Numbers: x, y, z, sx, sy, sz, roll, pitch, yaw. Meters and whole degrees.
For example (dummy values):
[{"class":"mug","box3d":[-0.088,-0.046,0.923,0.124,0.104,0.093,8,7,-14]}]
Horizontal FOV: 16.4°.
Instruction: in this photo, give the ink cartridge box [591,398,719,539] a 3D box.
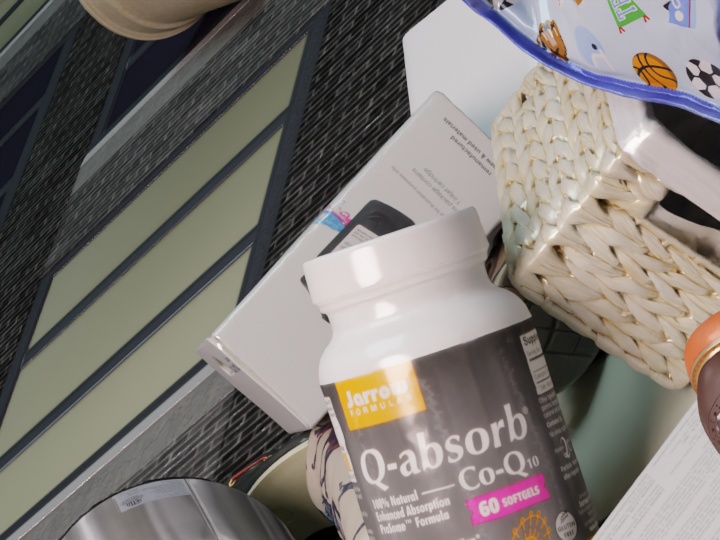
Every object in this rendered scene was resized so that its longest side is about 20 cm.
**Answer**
[{"class":"ink cartridge box","box3d":[0.167,0.154,1.131,0.160,0.047,0.200,-53,25,3]}]

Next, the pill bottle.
[{"class":"pill bottle","box3d":[0.045,0.077,1.269,0.116,0.201,0.116,-19,1,0]}]

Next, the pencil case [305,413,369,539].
[{"class":"pencil case","box3d":[0.021,0.147,1.418,0.077,0.090,0.200,-17,21,-5]}]

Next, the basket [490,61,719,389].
[{"class":"basket","box3d":[0.156,-0.049,1.351,0.124,0.135,0.200,-49,20,25]}]

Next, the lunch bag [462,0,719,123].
[{"class":"lunch bag","box3d":[0.163,-0.171,1.268,0.169,0.125,0.199,-28,29,-31]}]

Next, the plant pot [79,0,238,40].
[{"class":"plant pot","box3d":[-0.174,-0.339,2.543,0.183,0.200,0.201,3,58,54]}]

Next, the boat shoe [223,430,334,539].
[{"class":"boat shoe","box3d":[-0.042,0.137,1.583,0.201,0.073,0.063,-45,29,37]}]

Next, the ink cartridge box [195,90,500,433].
[{"class":"ink cartridge box","box3d":[0.000,0.000,1.509,0.200,0.083,0.146,-48,2,-8]}]

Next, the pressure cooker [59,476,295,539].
[{"class":"pressure cooker","box3d":[-0.095,0.222,1.411,0.176,0.178,0.200,-51,19,1]}]

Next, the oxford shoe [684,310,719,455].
[{"class":"oxford shoe","box3d":[0.240,0.029,1.104,0.199,0.071,0.073,-30,38,22]}]

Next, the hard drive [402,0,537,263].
[{"class":"hard drive","box3d":[0.083,-0.097,1.641,0.132,0.026,0.201,-35,49,43]}]

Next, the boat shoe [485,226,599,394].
[{"class":"boat shoe","box3d":[0.102,0.021,1.467,0.073,0.074,0.200,-51,8,40]}]
